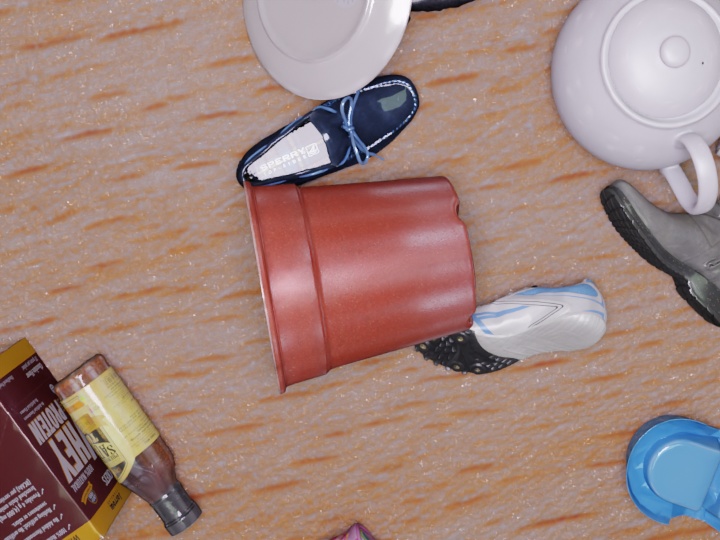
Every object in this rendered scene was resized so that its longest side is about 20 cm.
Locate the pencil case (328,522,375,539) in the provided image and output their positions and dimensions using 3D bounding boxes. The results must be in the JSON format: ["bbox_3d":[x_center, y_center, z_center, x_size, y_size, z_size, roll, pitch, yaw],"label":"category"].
[{"bbox_3d":[-0.057,0.351,1.088,0.199,0.087,0.088,-35,97,6],"label":"pencil case"}]

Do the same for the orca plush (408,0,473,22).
[{"bbox_3d":[0.050,-0.276,1.006,0.197,0.071,0.106,-3,55,-2],"label":"orca plush"}]

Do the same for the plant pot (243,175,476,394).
[{"bbox_3d":[0.000,0.000,0.984,0.192,0.201,0.204,-10,99,-6],"label":"plant pot"}]

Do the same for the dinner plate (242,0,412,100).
[{"bbox_3d":[-0.040,-0.262,0.966,0.198,0.024,0.204,6,100,32],"label":"dinner plate"}]

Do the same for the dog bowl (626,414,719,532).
[{"bbox_3d":[0.366,0.215,1.073,0.197,0.050,0.113,18,99,-1],"label":"dog bowl"}]

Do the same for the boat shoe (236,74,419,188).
[{"bbox_3d":[-0.029,-0.123,1.016,0.199,0.069,0.085,-33,97,6],"label":"boat shoe"}]

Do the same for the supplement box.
[{"bbox_3d":[-0.376,0.217,1.048,0.196,0.133,0.201,-34,97,6],"label":"supplement box"}]

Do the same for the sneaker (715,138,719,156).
[{"bbox_3d":[0.431,-0.185,0.988,0.113,0.073,0.203,22,111,12],"label":"sneaker"}]

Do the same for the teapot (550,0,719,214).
[{"bbox_3d":[0.273,-0.184,0.952,0.198,0.146,0.199,29,94,-1],"label":"teapot"}]

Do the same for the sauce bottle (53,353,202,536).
[{"bbox_3d":[-0.237,0.183,1.074,0.066,0.066,0.201,-34,95,6],"label":"sauce bottle"}]

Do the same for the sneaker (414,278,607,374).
[{"bbox_3d":[0.150,0.055,1.052,0.197,0.073,0.072,-10,128,15],"label":"sneaker"}]

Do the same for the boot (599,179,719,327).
[{"bbox_3d":[0.341,-0.050,1.031,0.200,0.068,0.131,43,90,-10],"label":"boot"}]
